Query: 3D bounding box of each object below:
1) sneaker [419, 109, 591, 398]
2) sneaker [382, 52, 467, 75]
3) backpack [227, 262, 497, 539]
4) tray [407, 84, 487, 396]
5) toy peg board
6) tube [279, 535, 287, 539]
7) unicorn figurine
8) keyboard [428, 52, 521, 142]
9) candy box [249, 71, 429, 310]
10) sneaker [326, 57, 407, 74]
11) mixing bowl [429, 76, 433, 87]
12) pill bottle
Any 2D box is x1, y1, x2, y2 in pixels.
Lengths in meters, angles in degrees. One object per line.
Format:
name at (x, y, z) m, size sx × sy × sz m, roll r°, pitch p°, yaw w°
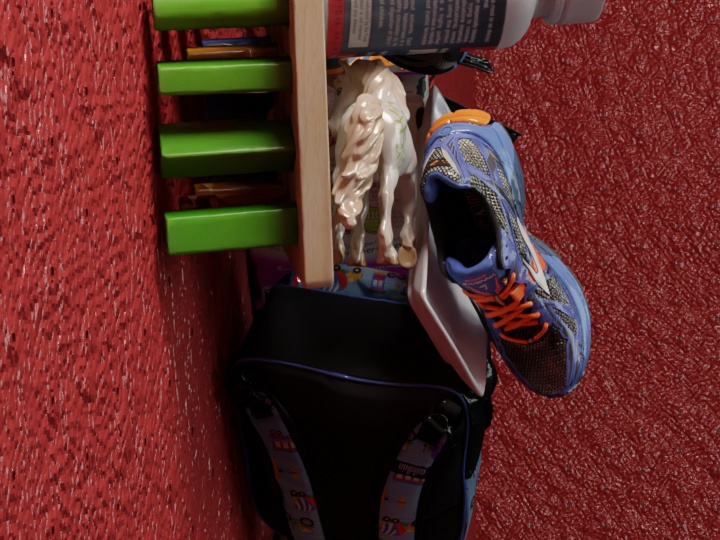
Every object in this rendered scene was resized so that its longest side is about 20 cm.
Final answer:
sneaker at (0.085, -0.001, 1.332) m, size 0.201 × 0.075 × 0.078 m, roll 62°, pitch 31°, yaw -14°
sneaker at (-0.014, -0.199, 1.434) m, size 0.071 × 0.199 × 0.083 m, roll -52°, pitch 179°, yaw 31°
backpack at (0.006, 0.112, 1.459) m, size 0.135 × 0.182 × 0.201 m, roll -70°, pitch 163°, yaw -45°
tray at (0.058, -0.021, 1.387) m, size 0.201 × 0.022 × 0.108 m, roll -85°, pitch 154°, yaw -43°
toy peg board at (-0.079, -0.104, 1.268) m, size 0.199 × 0.097 × 0.201 m, roll -125°, pitch -148°, yaw -76°
tube at (-0.046, 0.233, 1.589) m, size 0.058 × 0.052 × 0.201 m, roll 34°, pitch 47°, yaw -28°
unicorn figurine at (0.006, -0.071, 1.290) m, size 0.200 × 0.073 × 0.138 m, roll 172°, pitch -82°, yaw -80°
keyboard at (0.044, -0.138, 1.654) m, size 0.127 × 0.199 × 0.021 m, roll -56°, pitch -148°, yaw 20°
candy box at (-0.013, -0.041, 1.498) m, size 0.061 × 0.136 × 0.201 m, roll -80°, pitch 168°, yaw -61°
sneaker at (-0.007, -0.185, 1.540) m, size 0.078 × 0.112 × 0.201 m, roll -150°, pitch -113°, yaw -64°
mixing bowl at (0.004, -0.162, 1.732) m, size 0.200 × 0.108 × 0.201 m, roll -1°, pitch 90°, yaw -83°
pill bottle at (0.055, -0.201, 1.344) m, size 0.120 × 0.199 × 0.120 m, roll 177°, pitch -90°, yaw -83°
